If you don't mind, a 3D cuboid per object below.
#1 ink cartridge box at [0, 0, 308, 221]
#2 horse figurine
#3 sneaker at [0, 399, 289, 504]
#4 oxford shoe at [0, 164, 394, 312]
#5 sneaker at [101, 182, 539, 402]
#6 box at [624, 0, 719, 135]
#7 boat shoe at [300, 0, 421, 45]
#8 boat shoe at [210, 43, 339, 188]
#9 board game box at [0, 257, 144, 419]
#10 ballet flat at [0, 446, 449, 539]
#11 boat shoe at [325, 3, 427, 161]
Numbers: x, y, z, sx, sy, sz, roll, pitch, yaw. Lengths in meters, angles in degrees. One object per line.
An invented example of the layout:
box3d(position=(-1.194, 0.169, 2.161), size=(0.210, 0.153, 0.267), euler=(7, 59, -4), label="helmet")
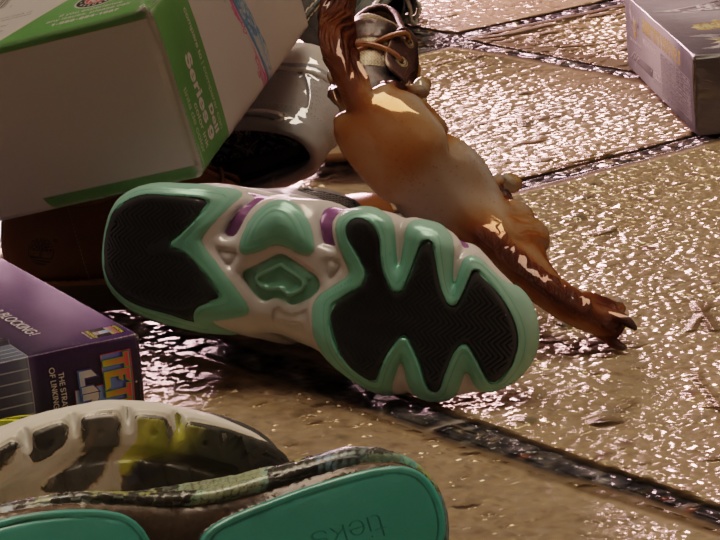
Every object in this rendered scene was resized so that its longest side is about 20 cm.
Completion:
box3d(position=(-0.123, -0.102, 1.382), size=(0.145, 0.088, 0.200), euler=(-12, 22, 18), label="ink cartridge box")
box3d(position=(0.039, -0.044, 1.331), size=(0.050, 0.200, 0.133), euler=(-42, 9, 11), label="horse figurine")
box3d(position=(-0.123, 0.076, 1.061), size=(0.199, 0.075, 0.085), euler=(-4, 15, -1), label="sneaker")
box3d(position=(-0.073, -0.025, 1.413), size=(0.199, 0.072, 0.071), euler=(-6, 12, -17), label="oxford shoe")
box3d(position=(0.000, 0.000, 1.302), size=(0.199, 0.078, 0.140), euler=(18, 10, 19), label="sneaker")
box3d(position=(0.251, -0.130, 1.741), size=(0.158, 0.049, 0.200), euler=(-5, 16, -4), label="box")
box3d(position=(0.005, -0.176, 1.982), size=(0.062, 0.073, 0.200), euler=(45, 21, 8), label="boat shoe")
box3d(position=(-0.093, -0.058, 1.501), size=(0.199, 0.072, 0.069), euler=(-6, 38, 28), label="boat shoe")
box3d(position=(-0.204, 0.043, 1.231), size=(0.165, 0.057, 0.200), euler=(-14, 19, -27), label="board game box")
box3d(position=(-0.068, 0.105, 0.989), size=(0.199, 0.075, 0.074), euler=(-6, 16, -19), label="ballet flat")
box3d(position=(0.002, -0.110, 1.689), size=(0.072, 0.072, 0.200), euler=(-1, 16, 10), label="boat shoe")
